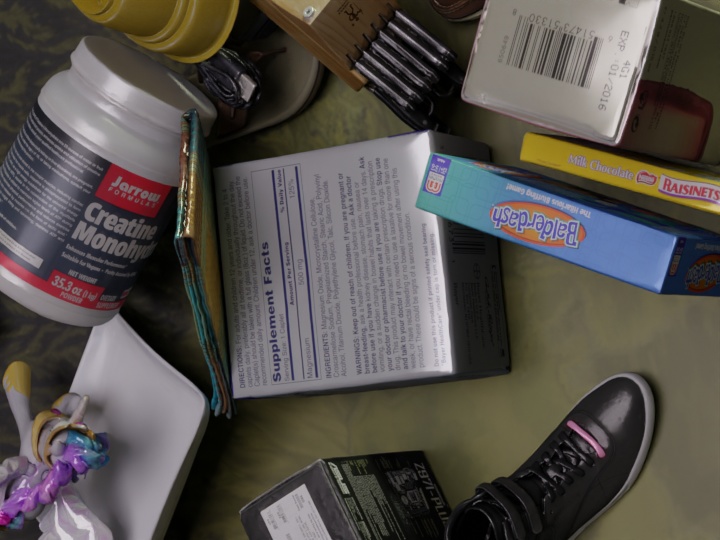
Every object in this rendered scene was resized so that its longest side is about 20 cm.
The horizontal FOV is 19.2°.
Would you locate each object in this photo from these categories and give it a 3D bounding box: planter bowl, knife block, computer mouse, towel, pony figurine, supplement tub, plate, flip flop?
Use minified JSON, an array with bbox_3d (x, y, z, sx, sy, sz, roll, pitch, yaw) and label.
[{"bbox_3d":[-0.182,-0.250,1.643,0.200,0.083,0.202,27,126,44],"label":"planter bowl"},{"bbox_3d":[-0.005,-0.182,1.642,0.064,0.176,0.200,-50,48,-5],"label":"knife block"},{"bbox_3d":[-0.075,-0.237,1.693,0.200,0.053,0.138,-46,60,0],"label":"computer mouse"},{"bbox_3d":[-0.119,-0.004,1.649,0.022,0.201,0.147,-6,45,3],"label":"towel"},{"bbox_3d":[-0.273,0.177,1.726,0.194,0.166,0.200,-68,21,0],"label":"pony figurine"},{"bbox_3d":[-0.215,-0.070,1.701,0.140,0.140,0.201,38,106,25],"label":"supplement tub"},{"bbox_3d":[-0.195,0.155,1.759,0.200,0.032,0.201,37,110,51],"label":"plate"},{"bbox_3d":[-0.112,-0.148,1.741,0.199,0.057,0.082,-23,77,27],"label":"flip flop"}]

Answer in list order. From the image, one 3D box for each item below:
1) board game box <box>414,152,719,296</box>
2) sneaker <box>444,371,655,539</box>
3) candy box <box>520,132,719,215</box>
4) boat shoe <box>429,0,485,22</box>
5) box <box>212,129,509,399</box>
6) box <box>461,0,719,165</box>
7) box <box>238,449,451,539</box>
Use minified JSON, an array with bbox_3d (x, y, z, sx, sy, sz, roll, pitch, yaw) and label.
[{"bbox_3d":[0.161,-0.032,1.529,0.199,0.152,0.045,21,99,29],"label":"board game box"},{"bbox_3d":[0.138,0.158,1.564,0.071,0.099,0.200,44,107,25],"label":"sneaker"},{"bbox_3d":[0.223,-0.064,1.522,0.199,0.102,0.027,18,97,29],"label":"candy box"},{"bbox_3d":[0.115,-0.272,1.607,0.202,0.075,0.075,-47,68,20],"label":"boat shoe"},{"bbox_3d":[0.000,0.000,1.645,0.199,0.105,0.185,-8,85,28],"label":"box"},{"bbox_3d":[0.178,-0.146,1.494,0.127,0.200,0.110,19,98,29],"label":"box"},{"bbox_3d":[0.020,0.243,1.591,0.086,0.164,0.201,-34,73,24],"label":"box"}]
